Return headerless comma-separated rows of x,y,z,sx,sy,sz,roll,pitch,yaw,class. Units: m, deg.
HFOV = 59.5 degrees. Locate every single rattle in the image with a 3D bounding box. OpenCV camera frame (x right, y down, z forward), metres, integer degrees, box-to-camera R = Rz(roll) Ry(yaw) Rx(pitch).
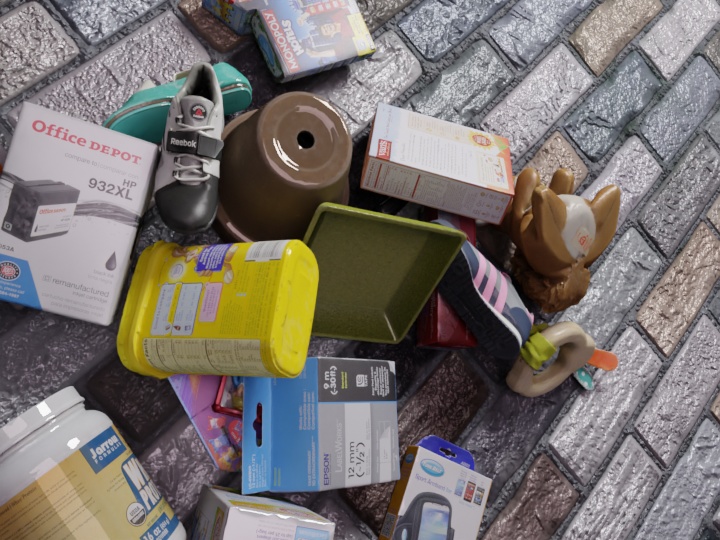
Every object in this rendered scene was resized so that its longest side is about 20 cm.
0.271,0.105,0.929,0.197,0.142,0.133,-4,112,-36,rattle

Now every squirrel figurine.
0.244,-0.044,0.886,0.139,0.186,0.205,-12,108,-23,squirrel figurine

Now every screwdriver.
-0.004,-0.056,0.862,0.198,0.028,0.029,-36,61,-23,screwdriver

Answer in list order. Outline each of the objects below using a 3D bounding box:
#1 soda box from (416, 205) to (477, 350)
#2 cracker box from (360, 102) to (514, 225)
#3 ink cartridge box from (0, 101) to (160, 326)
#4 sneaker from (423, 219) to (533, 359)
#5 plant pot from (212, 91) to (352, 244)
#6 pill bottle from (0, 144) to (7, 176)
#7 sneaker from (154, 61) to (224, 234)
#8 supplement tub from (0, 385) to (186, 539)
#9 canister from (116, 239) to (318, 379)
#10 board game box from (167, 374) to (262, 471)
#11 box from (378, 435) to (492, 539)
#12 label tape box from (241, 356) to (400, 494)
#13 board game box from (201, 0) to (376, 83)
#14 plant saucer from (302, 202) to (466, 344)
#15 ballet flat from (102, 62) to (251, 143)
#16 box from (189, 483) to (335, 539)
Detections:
0.119,0.005,0.871,0.062,0.070,0.205,6,76,-20,soda box
0.104,-0.147,0.856,0.195,0.058,0.136,15,44,-4,cracker box
-0.315,-0.058,0.690,0.142,0.084,0.205,16,86,-16,ink cartridge box
0.153,0.013,0.816,0.082,0.070,0.202,-38,97,-42,sneaker
-0.089,-0.123,0.765,0.195,0.174,0.206,4,78,-19,plant pot
-0.472,-0.082,0.644,0.109,0.109,0.201,42,68,-7,pill bottle
-0.186,-0.140,0.686,0.072,0.089,0.204,3,62,-13,sneaker
-0.284,0.235,0.626,0.144,0.144,0.202,-35,92,-23,supplement tub
-0.152,0.042,0.686,0.195,0.087,0.152,-2,67,24,canister
-0.135,0.136,0.760,0.156,0.039,0.203,-29,90,-24,board game box
0.093,0.321,0.808,0.117,0.041,0.204,26,73,-14,box
-0.041,0.178,0.736,0.198,0.065,0.147,12,72,-46,label tape box
-0.107,-0.357,0.870,0.197,0.062,0.204,-22,87,-23,board game box
0.000,0.000,0.775,0.196,0.202,0.048,8,40,-26,plant saucer
-0.235,-0.213,0.796,0.197,0.068,0.071,-25,63,-24,ballet flat
-0.111,0.291,0.648,0.110,0.200,0.104,16,73,-16,box
